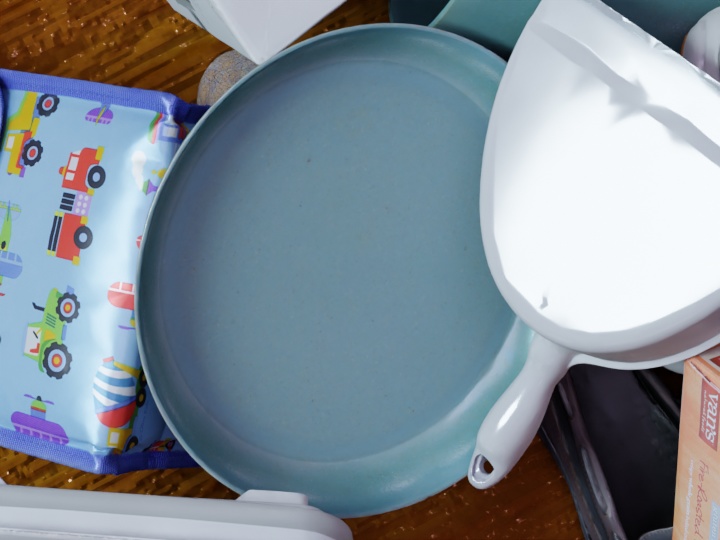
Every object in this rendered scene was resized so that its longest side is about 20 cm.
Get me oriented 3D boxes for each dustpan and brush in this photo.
[{"bbox_3d":[0.085,0.007,0.800,0.140,0.057,0.200,39,109,24],"label":"dustpan and brush"}]

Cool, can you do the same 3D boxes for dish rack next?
[{"bbox_3d":[-0.097,0.129,0.836,0.200,0.172,0.044,5,56,-2],"label":"dish rack"}]

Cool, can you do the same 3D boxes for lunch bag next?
[{"bbox_3d":[-0.152,-0.010,0.872,0.200,0.094,0.151,11,92,26],"label":"lunch bag"}]

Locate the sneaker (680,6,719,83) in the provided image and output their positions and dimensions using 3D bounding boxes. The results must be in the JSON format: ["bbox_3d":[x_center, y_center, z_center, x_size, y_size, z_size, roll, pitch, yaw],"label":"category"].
[{"bbox_3d":[0.226,-0.062,0.777,0.200,0.092,0.076,8,79,-20],"label":"sneaker"}]

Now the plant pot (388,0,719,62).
[{"bbox_3d":[0.123,-0.163,0.862,0.161,0.201,0.201,19,82,-14],"label":"plant pot"}]

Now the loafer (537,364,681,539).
[{"bbox_3d":[0.128,0.098,0.890,0.072,0.063,0.200,-31,85,-7],"label":"loafer"}]

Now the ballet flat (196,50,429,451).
[{"bbox_3d":[-0.016,-0.011,0.894,0.068,0.067,0.200,-24,85,-5],"label":"ballet flat"}]

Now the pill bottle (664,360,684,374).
[{"bbox_3d":[0.206,-0.031,0.874,0.200,0.109,0.109,-15,84,-20],"label":"pill bottle"}]

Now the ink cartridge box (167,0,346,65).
[{"bbox_3d":[-0.040,-0.160,0.867,0.116,0.200,0.067,-38,112,-4],"label":"ink cartridge box"}]

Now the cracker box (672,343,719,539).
[{"bbox_3d":[0.224,0.076,0.841,0.200,0.058,0.134,-15,122,-23],"label":"cracker box"}]

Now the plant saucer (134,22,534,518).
[{"bbox_3d":[0.000,0.000,0.822,0.200,0.027,0.201,-7,106,-26],"label":"plant saucer"}]
